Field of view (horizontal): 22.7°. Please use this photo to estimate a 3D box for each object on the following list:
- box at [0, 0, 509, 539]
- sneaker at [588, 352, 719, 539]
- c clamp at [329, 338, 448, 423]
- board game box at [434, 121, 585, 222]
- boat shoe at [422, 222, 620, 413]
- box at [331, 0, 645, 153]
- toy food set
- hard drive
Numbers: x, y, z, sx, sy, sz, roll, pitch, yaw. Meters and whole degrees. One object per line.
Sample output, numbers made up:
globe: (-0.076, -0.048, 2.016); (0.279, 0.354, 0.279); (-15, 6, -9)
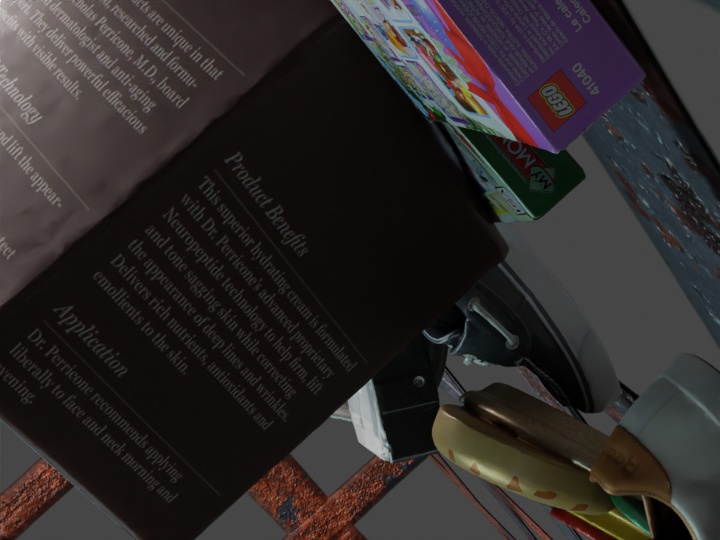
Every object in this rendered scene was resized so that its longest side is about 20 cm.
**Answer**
box: (-0.082, -0.026, 0.737); (0.164, 0.200, 0.166); (43, 172, 43)
sneaker: (0.170, 0.132, 0.777); (0.200, 0.085, 0.073); (48, 174, -17)
c clamp: (-0.025, 0.006, 1.103); (0.199, 0.172, 0.027); (15, 178, 32)
board game box: (0.003, -0.103, 0.733); (0.200, 0.029, 0.135); (49, 174, -5)
boat shoe: (0.062, 0.015, 0.905); (0.200, 0.068, 0.072); (51, 175, -36)
box: (-0.007, -0.128, 0.555); (0.200, 0.039, 0.137); (50, 175, -16)
toy food set: (0.133, 0.119, 0.919); (0.198, 0.049, 0.200); (29, 176, 13)
hard drive: (0.000, 0.000, 0.983); (0.140, 0.038, 0.201); (-175, 72, -83)
